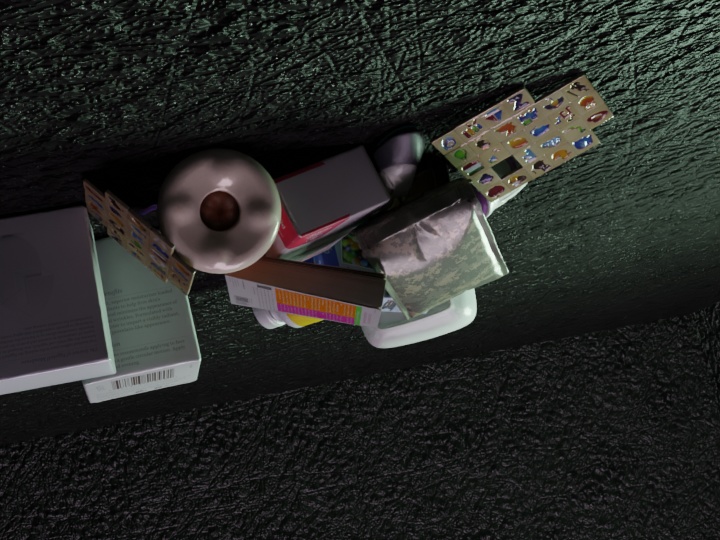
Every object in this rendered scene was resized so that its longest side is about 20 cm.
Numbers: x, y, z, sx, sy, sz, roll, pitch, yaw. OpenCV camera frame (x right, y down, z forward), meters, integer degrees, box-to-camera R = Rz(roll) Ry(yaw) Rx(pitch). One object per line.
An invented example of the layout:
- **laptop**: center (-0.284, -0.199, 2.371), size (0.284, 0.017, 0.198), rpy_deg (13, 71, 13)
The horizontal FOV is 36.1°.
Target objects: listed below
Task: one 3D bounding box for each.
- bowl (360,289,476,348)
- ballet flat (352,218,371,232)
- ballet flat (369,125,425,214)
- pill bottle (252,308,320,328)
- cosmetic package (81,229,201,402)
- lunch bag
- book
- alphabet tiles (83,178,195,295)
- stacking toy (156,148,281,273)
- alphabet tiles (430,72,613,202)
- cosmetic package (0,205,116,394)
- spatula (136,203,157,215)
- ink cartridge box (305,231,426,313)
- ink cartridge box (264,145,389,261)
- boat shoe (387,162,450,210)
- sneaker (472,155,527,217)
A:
- **bowl**: center (0.073, 0.015, 1.755), size (0.199, 0.201, 0.075), rpy_deg (-16, 177, 11)
- **ballet flat**: center (0.018, -0.046, 1.693), size (0.199, 0.076, 0.064), rpy_deg (3, 127, -5)
- **ballet flat**: center (0.038, -0.121, 1.442), size (0.073, 0.073, 0.200), rpy_deg (-8, 166, -24)
- **pill bottle**: center (-0.086, 0.034, 1.900), size (0.199, 0.112, 0.111), rpy_deg (-19, 166, 27)
- **cosmetic package**: center (-0.329, 0.066, 1.574), size (0.164, 0.201, 0.165), rpy_deg (-10, 167, -13)
- **lunch bag**: center (0.091, -0.040, 1.461), size (0.164, 0.118, 0.200), rpy_deg (-25, 153, 5)
- **book**: center (-0.071, 0.031, 1.425), size (0.199, 0.048, 0.134), rpy_deg (10, 161, 0)
- **alphabet tiles**: center (-0.267, -0.037, 1.330), size (0.006, 0.166, 0.200), rpy_deg (-50, -179, -17)
- **stacking toy**: center (-0.184, -0.075, 1.369), size (0.146, 0.147, 0.200), rpy_deg (-10, -174, -13)
- **alphabet tiles**: center (0.212, -0.172, 1.393), size (0.200, 0.008, 0.167), rpy_deg (-29, 142, 20)
- **cosmetic package**: center (-0.423, 0.045, 1.382), size (0.199, 0.201, 0.123), rpy_deg (-9, 167, -11)
- **spatula**: center (-0.244, -0.072, 1.474), size (0.056, 0.021, 0.200), rpy_deg (-19, 167, 19)
- **ink cartridge box**: center (0.000, 0.000, 1.582), size (0.199, 0.120, 0.042), rpy_deg (3, 142, -21)
- **ink cartridge box**: center (-0.075, -0.070, 1.440), size (0.144, 0.085, 0.200), rpy_deg (-25, 174, -30)
- **boat shoe**: center (0.082, -0.097, 1.586), size (0.074, 0.076, 0.200), rpy_deg (-8, 166, -11)
- **sneaker**: center (0.205, -0.149, 1.542), size (0.099, 0.075, 0.200), rpy_deg (-35, 172, -23)
